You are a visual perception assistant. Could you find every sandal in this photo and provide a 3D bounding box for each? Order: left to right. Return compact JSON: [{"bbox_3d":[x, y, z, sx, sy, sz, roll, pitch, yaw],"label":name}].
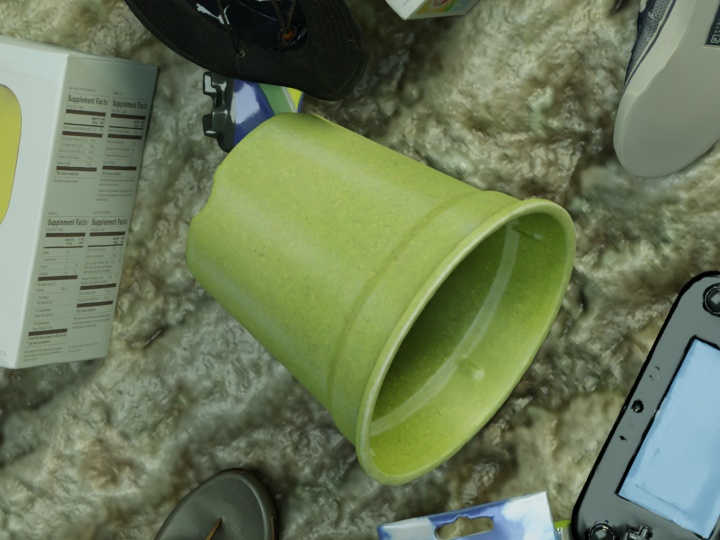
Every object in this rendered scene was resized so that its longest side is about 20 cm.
[{"bbox_3d":[-0.133,0.211,1.729,0.200,0.055,0.082,-38,81,15],"label":"sandal"}]

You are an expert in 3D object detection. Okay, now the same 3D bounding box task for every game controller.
[{"bbox_3d":[0.212,0.103,1.627,0.104,0.042,0.200,27,100,15],"label":"game controller"}]

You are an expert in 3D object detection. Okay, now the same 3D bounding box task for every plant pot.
[{"bbox_3d":[0.000,0.000,1.627,0.184,0.200,0.201,34,101,26],"label":"plant pot"}]

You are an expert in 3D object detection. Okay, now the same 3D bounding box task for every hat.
[{"bbox_3d":[-0.066,-0.195,1.598,0.200,0.201,0.081,26,65,15],"label":"hat"}]

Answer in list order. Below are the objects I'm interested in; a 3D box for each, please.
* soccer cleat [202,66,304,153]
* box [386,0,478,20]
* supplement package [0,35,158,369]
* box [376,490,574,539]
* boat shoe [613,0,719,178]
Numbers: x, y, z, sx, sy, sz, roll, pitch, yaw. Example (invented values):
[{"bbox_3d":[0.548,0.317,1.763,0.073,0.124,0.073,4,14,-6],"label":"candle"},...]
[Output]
[{"bbox_3d":[-0.055,-0.170,1.701,0.084,0.065,0.201,5,89,-13],"label":"soccer cleat"},{"bbox_3d":[0.079,-0.257,1.610,0.200,0.112,0.101,-44,80,22],"label":"box"},{"bbox_3d":[-0.243,-0.052,1.705,0.151,0.151,0.200,12,95,17],"label":"supplement package"},{"bbox_3d":[0.091,0.246,1.665,0.122,0.048,0.200,-14,87,16],"label":"box"},{"bbox_3d":[0.201,-0.159,1.610,0.075,0.093,0.200,9,127,-21],"label":"boat shoe"}]
